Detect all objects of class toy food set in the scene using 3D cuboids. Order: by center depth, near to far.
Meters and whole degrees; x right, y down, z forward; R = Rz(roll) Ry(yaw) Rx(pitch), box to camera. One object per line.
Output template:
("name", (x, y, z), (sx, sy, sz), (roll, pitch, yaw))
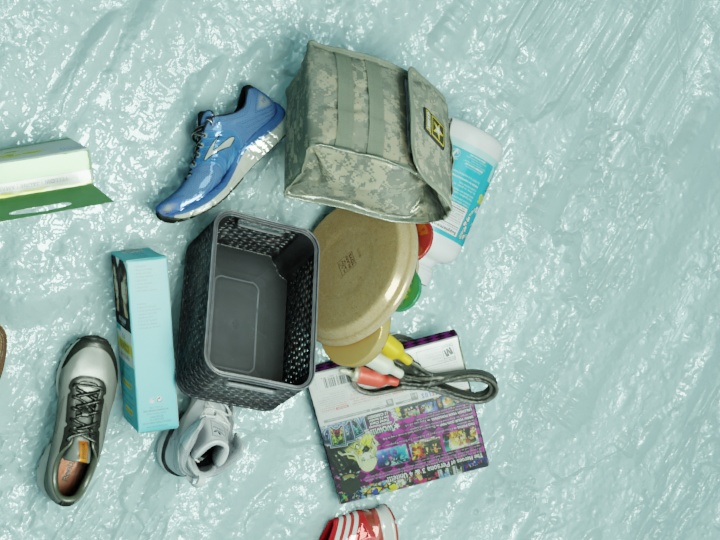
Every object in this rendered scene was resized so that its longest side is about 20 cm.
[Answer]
("toy food set", (0.000, 0.000, 1.515), (0.049, 0.200, 0.198), (29, 104, -41))

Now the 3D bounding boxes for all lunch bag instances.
("lunch bag", (0.020, -0.152, 1.461), (0.199, 0.118, 0.165), (12, 54, -18))

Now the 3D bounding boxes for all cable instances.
("cable", (0.068, 0.136, 1.556), (0.199, 0.050, 0.097), (25, 112, -9))

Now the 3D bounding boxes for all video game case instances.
("video game case", (0.046, 0.185, 1.612), (0.199, 0.036, 0.182), (-15, 104, 1))

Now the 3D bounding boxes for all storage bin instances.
("storage bin", (-0.129, 0.048, 1.473), (0.135, 0.094, 0.201), (13, 62, -25))

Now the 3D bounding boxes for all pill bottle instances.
("pill bottle", (0.091, -0.085, 1.587), (0.110, 0.111, 0.201), (25, 88, -25))

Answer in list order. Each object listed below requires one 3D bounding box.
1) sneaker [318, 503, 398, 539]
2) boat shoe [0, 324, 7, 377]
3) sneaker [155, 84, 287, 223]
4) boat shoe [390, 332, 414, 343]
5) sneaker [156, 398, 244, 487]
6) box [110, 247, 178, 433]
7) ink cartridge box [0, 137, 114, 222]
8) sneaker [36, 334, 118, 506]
("sneaker", (-0.007, 0.407, 1.649), (0.115, 0.078, 0.201), (-6, 88, -14))
("boat shoe", (-0.445, 0.148, 1.407), (0.072, 0.068, 0.201), (30, 85, -25))
("sneaker", (-0.173, -0.136, 1.488), (0.089, 0.078, 0.200), (46, 71, -16))
("boat shoe", (0.098, 0.162, 1.656), (0.067, 0.057, 0.200), (-40, 111, -13))
("sneaker", (-0.164, 0.162, 1.507), (0.075, 0.115, 0.201), (30, 85, -25))
("box", (-0.249, 0.079, 1.476), (0.049, 0.082, 0.201), (-7, 100, -22))
("ink cartridge box", (-0.351, -0.096, 1.339), (0.145, 0.200, 0.048), (-12, 105, -21))
("sneaker", (-0.316, 0.174, 1.463), (0.074, 0.079, 0.201), (11, 92, -23))
